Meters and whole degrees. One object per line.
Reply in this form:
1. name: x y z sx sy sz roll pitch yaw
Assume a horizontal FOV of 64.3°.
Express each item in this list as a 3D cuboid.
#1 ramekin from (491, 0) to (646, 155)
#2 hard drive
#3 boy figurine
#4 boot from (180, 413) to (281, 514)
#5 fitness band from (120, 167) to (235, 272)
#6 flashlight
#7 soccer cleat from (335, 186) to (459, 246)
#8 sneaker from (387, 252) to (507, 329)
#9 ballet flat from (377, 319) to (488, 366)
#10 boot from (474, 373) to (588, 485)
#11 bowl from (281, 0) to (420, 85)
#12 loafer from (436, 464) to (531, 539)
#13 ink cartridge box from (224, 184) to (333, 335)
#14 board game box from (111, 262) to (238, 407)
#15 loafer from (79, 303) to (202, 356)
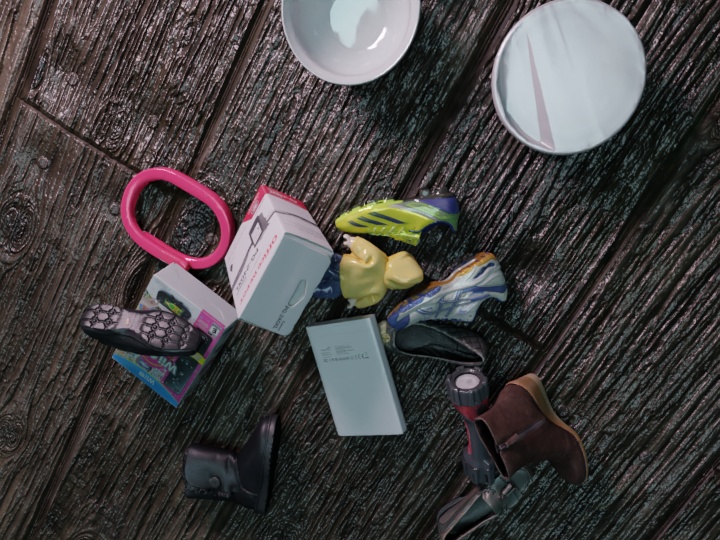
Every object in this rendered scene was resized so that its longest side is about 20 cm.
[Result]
1. ramekin: 0.282 -0.266 0.806 0.198 0.094 0.206 2 103 8
2. hard drive: -0.008 0.179 0.961 0.130 0.027 0.203 -11 100 31
3. boy figurine: 0.000 0.000 0.912 0.196 0.065 0.126 -6 114 7
4. boot: -0.233 0.335 1.021 0.165 0.077 0.204 12 110 2
5. fitness band: -0.307 -0.085 0.967 0.198 0.037 0.145 30 102 0
6. flashlight: 0.181 0.253 0.931 0.067 0.068 0.203 -1 120 17
7. soccer cleat: 0.057 -0.075 0.896 0.196 0.065 0.085 -10 98 10
8. sneaker: 0.140 0.055 0.902 0.198 0.075 0.089 -29 100 9
9. ballet flat: 0.111 0.114 0.932 0.196 0.057 0.068 6 102 7
10. boot: 0.264 0.277 0.888 0.072 0.165 0.202 -31 87 49
11. bowl: -0.008 -0.370 0.830 0.197 0.090 0.205 2 102 9
12. loafer: 0.213 0.401 0.974 0.200 0.063 0.072 -43 93 14
13. ink cartridge box: -0.130 -0.021 0.861 0.082 0.200 0.147 23 106 -28
14. board game box: -0.315 0.112 0.977 0.147 0.064 0.201 36 116 0
15. loafer: -0.346 0.101 0.918 0.197 0.071 0.069 11 59 5
